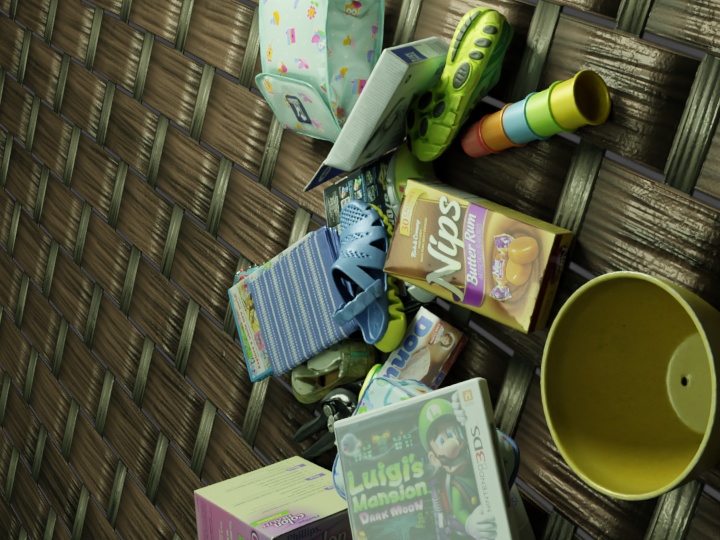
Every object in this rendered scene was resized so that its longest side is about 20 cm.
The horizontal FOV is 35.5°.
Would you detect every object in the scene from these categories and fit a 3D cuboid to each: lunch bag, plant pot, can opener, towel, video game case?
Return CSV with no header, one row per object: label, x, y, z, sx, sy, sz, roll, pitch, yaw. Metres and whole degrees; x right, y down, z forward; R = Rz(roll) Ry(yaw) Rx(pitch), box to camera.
lunch bag,-0.058,-0.281,1.552,0.169,0.121,0.204,19,111,49
plant pot,0.288,0.105,1.048,0.199,0.140,0.204,-4,85,53
can opener,-0.040,0.214,1.541,0.064,0.078,0.200,61,142,18
towel,-0.076,0.044,1.510,0.199,0.024,0.147,-33,68,46
video game case,0.066,0.229,1.199,0.198,0.023,0.185,-21,71,33
lunch bag,0.069,0.222,1.261,0.198,0.082,0.163,25,96,37
video game case,-0.106,0.054,1.572,0.199,0.018,0.145,-32,68,39

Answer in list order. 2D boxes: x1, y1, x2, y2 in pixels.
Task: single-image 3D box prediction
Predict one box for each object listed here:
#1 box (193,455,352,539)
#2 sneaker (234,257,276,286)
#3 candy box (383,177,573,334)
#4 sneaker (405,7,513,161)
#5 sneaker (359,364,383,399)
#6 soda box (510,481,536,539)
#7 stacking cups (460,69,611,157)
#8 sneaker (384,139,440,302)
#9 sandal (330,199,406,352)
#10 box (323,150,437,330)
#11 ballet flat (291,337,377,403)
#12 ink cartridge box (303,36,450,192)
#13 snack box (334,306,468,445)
box,-0.096,0.341,1.499,0.199,0.174,0.098,11,109,51
sneaker,-0.120,0.034,1.643,0.199,0.078,0.097,-19,74,51
candy box,0.130,-0.020,1.282,0.198,0.056,0.119,23,107,30
sneaker,0.124,-0.212,1.333,0.074,0.083,0.201,47,119,30
sneaker,0.049,0.216,1.418,0.082,0.074,0.203,-16,65,18
soda box,0.133,0.244,1.306,0.068,0.063,0.203,-41,56,41
stacking cups,0.193,-0.169,1.271,0.199,0.060,0.062,-16,75,57
sneaker,0.092,-0.068,1.383,0.090,0.077,0.204,-19,79,43
sandal,0.000,0.000,1.401,0.079,0.086,0.203,-41,50,44
box,0.022,-0.036,1.485,0.158,0.045,0.204,-25,68,49
ballet flat,-0.056,0.137,1.561,0.199,0.070,0.072,-28,66,49
ink cartridge box,0.028,-0.183,1.366,0.040,0.199,0.201,36,115,8
snack box,0.050,0.148,1.376,0.071,0.024,0.202,31,86,35
